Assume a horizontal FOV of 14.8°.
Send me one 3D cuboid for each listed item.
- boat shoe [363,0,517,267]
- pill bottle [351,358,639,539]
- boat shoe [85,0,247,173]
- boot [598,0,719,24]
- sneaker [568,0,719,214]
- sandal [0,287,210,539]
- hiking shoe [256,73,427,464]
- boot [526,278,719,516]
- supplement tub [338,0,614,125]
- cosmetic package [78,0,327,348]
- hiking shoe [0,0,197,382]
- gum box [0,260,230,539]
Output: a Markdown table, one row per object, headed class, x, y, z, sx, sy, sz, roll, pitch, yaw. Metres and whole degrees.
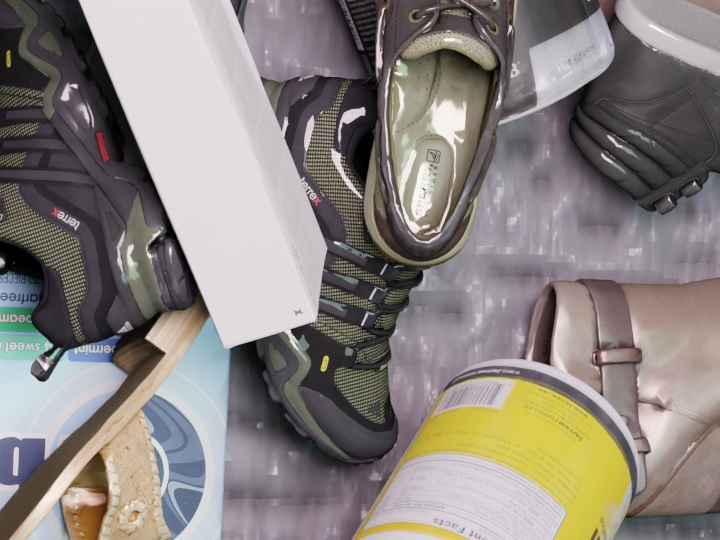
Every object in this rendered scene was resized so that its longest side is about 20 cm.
| class | x | y | z | sx | sy | sz | roll | pitch | yaw |
| --- | --- | --- | --- | --- | --- | --- | --- | --- | --- |
| boat shoe | 0.041 | -0.102 | 1.282 | 0.071 | 0.066 | 0.202 | 7 | 89 | -9 |
| pill bottle | 0.051 | 0.144 | 1.331 | 0.112 | 0.112 | 0.200 | 49 | 46 | -17 |
| boat shoe | -0.085 | -0.122 | 1.353 | 0.066 | 0.074 | 0.200 | 17 | 79 | -52 |
| boot | 0.163 | -0.152 | 1.467 | 0.146 | 0.070 | 0.201 | -28 | 104 | -13 |
| sneaker | 0.197 | -0.068 | 1.455 | 0.199 | 0.071 | 0.099 | 23 | 119 | -19 |
| sandal | -0.109 | 0.095 | 1.289 | 0.070 | 0.078 | 0.212 | 38 | 71 | -12 |
| hiking shoe | 0.000 | 0.000 | 1.351 | 0.100 | 0.076 | 0.201 | -8 | 108 | 21 |
| boot | 0.163 | 0.034 | 1.458 | 0.146 | 0.070 | 0.201 | 18 | 80 | -17 |
| supplement tub | 0.038 | -0.173 | 1.375 | 0.122 | 0.122 | 0.201 | -25 | 100 | -21 |
| cosmetic package | -0.073 | -0.073 | 1.246 | 0.050 | 0.083 | 0.201 | -18 | 111 | 9 |
| hiking shoe | -0.158 | -0.049 | 1.285 | 0.100 | 0.076 | 0.200 | -29 | 64 | -5 |
| gum box | -0.151 | 0.096 | 1.338 | 0.169 | 0.045 | 0.201 | 2 | 89 | -23 |
